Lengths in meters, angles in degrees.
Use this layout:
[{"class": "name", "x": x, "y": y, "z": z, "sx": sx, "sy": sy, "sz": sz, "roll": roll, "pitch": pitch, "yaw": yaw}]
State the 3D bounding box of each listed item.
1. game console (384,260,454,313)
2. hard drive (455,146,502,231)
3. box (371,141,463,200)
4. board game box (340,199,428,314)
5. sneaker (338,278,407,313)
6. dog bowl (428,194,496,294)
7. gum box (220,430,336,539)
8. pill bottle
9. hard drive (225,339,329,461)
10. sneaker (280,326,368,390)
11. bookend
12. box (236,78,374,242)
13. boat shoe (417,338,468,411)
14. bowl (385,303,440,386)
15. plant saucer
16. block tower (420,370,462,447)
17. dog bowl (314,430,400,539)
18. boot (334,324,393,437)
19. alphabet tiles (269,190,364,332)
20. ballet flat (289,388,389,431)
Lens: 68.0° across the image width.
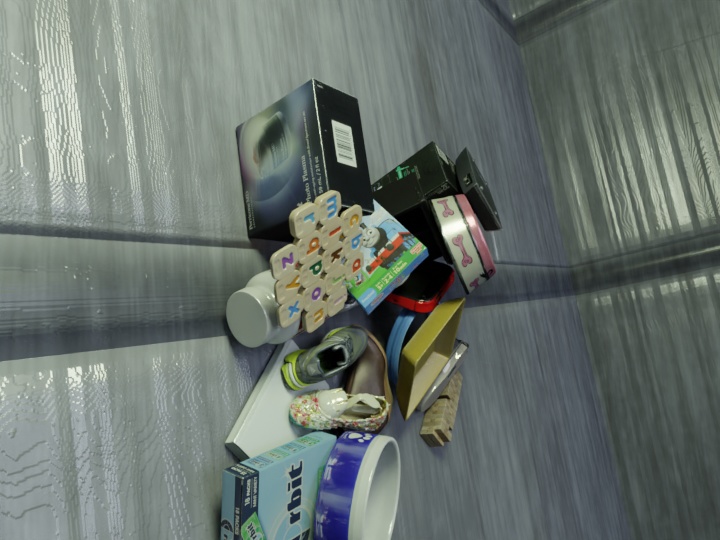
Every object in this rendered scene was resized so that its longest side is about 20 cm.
[{"class": "game console", "x": 0.102, "y": 0.019, "z": 1.157, "sx": 0.200, "sy": 0.173, "sz": 0.032, "roll": -41, "pitch": 141, "yaw": -54}, {"class": "hard drive", "x": 0.253, "y": -0.175, "z": 1.159, "sx": 0.136, "sy": 0.042, "sz": 0.202, "roll": 53, "pitch": 22, "yaw": -25}, {"class": "box", "x": 0.134, "y": -0.159, "z": 1.213, "sx": 0.147, "sy": 0.198, "sz": 0.127, "roll": 30, "pitch": 37, "yaw": -44}, {"class": "board game box", "x": 0.001, "y": -0.045, "z": 0.960, "sx": 0.200, "sy": 0.151, "sz": 0.037, "roll": 44, "pitch": -7, "yaw": 27}, {"class": "sneaker", "x": 0.000, "y": 0.000, "z": 1.030, "sx": 0.196, "sy": 0.075, "sz": 0.117, "roll": -23, "pitch": 91, "yaw": -21}, {"class": "dog bowl", "x": 0.206, "y": -0.060, "z": 1.065, "sx": 0.201, "sy": 0.072, "sz": 0.203, "roll": -90, "pitch": 154, "yaw": -63}, {"class": "gum box", "x": -0.113, "y": 0.345, "z": 0.771, "sx": 0.198, "sy": 0.044, "sz": 0.175, "roll": -3, "pitch": 96, "yaw": -56}, {"class": "pill bottle", "x": -0.117, "y": 0.048, "z": 0.860, "sx": 0.199, "sy": 0.110, "sz": 0.115, "roll": -24, "pitch": 97, "yaw": -56}, {"class": "hard drive", "x": -0.124, "y": 0.228, "z": 0.856, "sx": 0.133, "sy": 0.026, "sz": 0.202, "roll": 55, "pitch": 38, "yaw": -27}, {"class": "sneaker", "x": -0.040, "y": 0.145, "z": 0.906, "sx": 0.199, "sy": 0.080, "sz": 0.076, "roll": -26, "pitch": 97, "yaw": -52}, {"class": "bookend", "x": 0.067, "y": -0.067, "z": 1.116, "sx": 0.200, "sy": 0.196, "sz": 0.093, "roll": 56, "pitch": 15, "yaw": -44}, {"class": "box", "x": -0.098, "y": -0.171, "z": 0.896, "sx": 0.122, "sy": 0.195, "sz": 0.206, "roll": 3, "pitch": 75, "yaw": -51}, {"class": "boat shoe", "x": 0.166, "y": 0.230, "z": 1.254, "sx": 0.200, "sy": 0.092, "sz": 0.076, "roll": -45, "pitch": 151, "yaw": -28}, {"class": "bowl", "x": 0.116, "y": 0.156, "z": 1.153, "sx": 0.199, "sy": 0.039, "sz": 0.205, "roll": -32, "pitch": 130, "yaw": -47}, {"class": "plant saucer", "x": 0.132, "y": 0.170, "z": 1.075, "sx": 0.200, "sy": 0.048, "sz": 0.203, "roll": -45, "pitch": 150, "yaw": -37}, {"class": "block tower", "x": 0.196, "y": 0.313, "z": 1.266, "sx": 0.058, "sy": 0.053, "sz": 0.202, "roll": 53, "pitch": 40, "yaw": -30}, {"class": "dog bowl", "x": 0.001, "y": 0.363, "z": 0.846, "sx": 0.199, "sy": 0.077, "sz": 0.206, "roll": 4, "pitch": 90, "yaw": -71}, {"class": "boot", "x": -0.004, "y": 0.222, "z": 0.991, "sx": 0.166, "sy": 0.071, "sz": 0.204, "roll": -43, "pitch": 114, "yaw": -54}, {"class": "alphabet tiles", "x": -0.060, "y": -0.011, "z": 0.792, "sx": 0.195, "sy": 0.014, "sz": 0.204, "roll": -36, "pitch": 134, "yaw": -41}, {"class": "ballet flat", "x": -0.028, "y": 0.225, "z": 0.893, "sx": 0.197, "sy": 0.064, "sz": 0.077, "roll": 16, "pitch": 38, "yaw": -43}]
